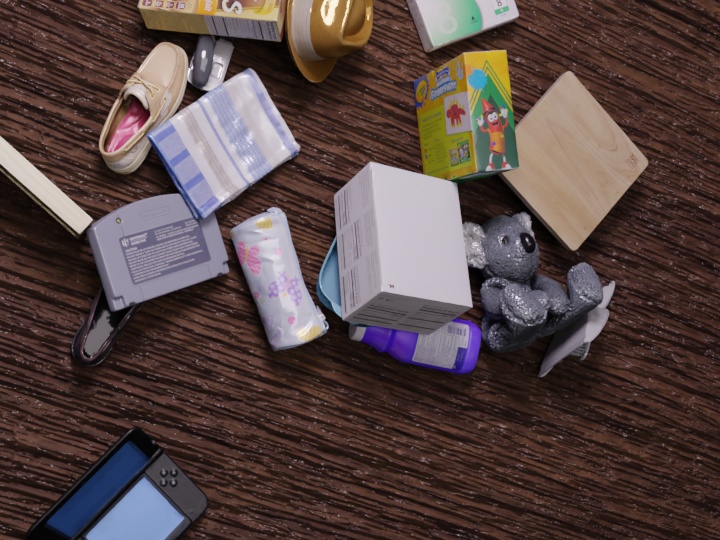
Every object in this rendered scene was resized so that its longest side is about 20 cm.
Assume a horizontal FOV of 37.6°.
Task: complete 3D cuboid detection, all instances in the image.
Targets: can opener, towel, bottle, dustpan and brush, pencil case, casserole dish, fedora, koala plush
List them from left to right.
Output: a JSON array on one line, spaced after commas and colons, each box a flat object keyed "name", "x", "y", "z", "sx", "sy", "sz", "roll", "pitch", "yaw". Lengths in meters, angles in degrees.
[{"name": "can opener", "x": -0.198, "y": -0.354, "z": 1.519, "sx": 0.053, "sy": 0.067, "sz": 0.202, "roll": 18, "pitch": 83, "yaw": -14}, {"name": "towel", "x": -0.191, "y": -0.182, "z": 1.510, "sx": 0.199, "sy": 0.024, "sz": 0.148, "roll": -38, "pitch": 107, "yaw": -27}, {"name": "pencil case", "x": -0.118, "y": 0.015, "z": 1.520, "sx": 0.083, "sy": 0.090, "sz": 0.202, "roll": -26, "pitch": 96, "yaw": -55}, {"name": "fedora", "x": -0.034, "y": -0.364, "z": 1.510, "sx": 0.081, "sy": 0.200, "sz": 0.203, "roll": 8, "pitch": 85, "yaw": 24}, {"name": "casserole dish", "x": 0.000, "y": 0.000, "z": 1.553, "sx": 0.121, "sy": 0.039, "sz": 0.201, "roll": 34, "pitch": 52, "yaw": -14}, {"name": "bottle", "x": 0.081, "y": 0.100, "z": 1.593, "sx": 0.198, "sy": 0.065, "sz": 0.085, "roll": 12, "pitch": 87, "yaw": -16}, {"name": "koala plush", "x": 0.232, "y": 0.006, "z": 1.612, "sx": 0.176, "sy": 0.184, "sz": 0.202, "roll": -15, "pitch": 73, "yaw": -28}, {"name": "dustpan and brush", "x": 0.358, "y": 0.080, "z": 1.667, "sx": 0.057, "sy": 0.140, "sz": 0.201, "roll": 30, "pitch": 54, "yaw": -7}]

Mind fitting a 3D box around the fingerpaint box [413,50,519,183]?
[{"name": "fingerpaint box", "x": 0.153, "y": -0.219, "z": 1.555, "sx": 0.072, "sy": 0.200, "sz": 0.169, "roll": -7, "pitch": 90, "yaw": -18}]

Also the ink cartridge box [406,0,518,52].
[{"name": "ink cartridge box", "x": 0.140, "y": -0.459, "z": 1.639, "sx": 0.159, "sy": 0.050, "sz": 0.202, "roll": -23, "pitch": 97, "yaw": -17}]

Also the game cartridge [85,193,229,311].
[{"name": "game cartridge", "x": -0.280, "y": -0.034, "z": 1.464, "sx": 0.199, "sy": 0.041, "sz": 0.135, "roll": -20, "pitch": 99, "yaw": -43}]

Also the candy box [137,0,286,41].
[{"name": "candy box", "x": -0.199, "y": -0.391, "z": 1.476, "sx": 0.197, "sy": 0.055, "sz": 0.117, "roll": 7, "pitch": 70, "yaw": 8}]

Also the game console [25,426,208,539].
[{"name": "game console", "x": -0.323, "y": 0.336, "z": 1.435, "sx": 0.200, "sy": 0.116, "sz": 0.176, "roll": -44, "pitch": 100, "yaw": -13}]

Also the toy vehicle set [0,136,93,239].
[{"name": "toy vehicle set", "x": -0.442, "y": -0.121, "z": 1.407, "sx": 0.200, "sy": 0.124, "sz": 0.027, "roll": 43, "pitch": 78, "yaw": -12}]

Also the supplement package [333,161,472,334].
[{"name": "supplement package", "x": 0.059, "y": -0.029, "z": 1.511, "sx": 0.154, "sy": 0.111, "sz": 0.202, "roll": 10, "pitch": 62, "yaw": -29}]

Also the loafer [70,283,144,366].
[{"name": "loafer", "x": -0.336, "y": 0.042, "z": 1.467, "sx": 0.071, "sy": 0.063, "sz": 0.202, "roll": 28, "pitch": 81, "yaw": -15}]

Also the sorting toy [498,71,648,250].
[{"name": "sorting toy", "x": 0.318, "y": -0.169, "z": 1.673, "sx": 0.200, "sy": 0.070, "sz": 0.199, "roll": 45, "pitch": 77, "yaw": -11}]

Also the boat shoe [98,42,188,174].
[{"name": "boat shoe", "x": -0.303, "y": -0.233, "z": 1.472, "sx": 0.073, "sy": 0.069, "sz": 0.202, "roll": 21, "pitch": 82, "yaw": 12}]
